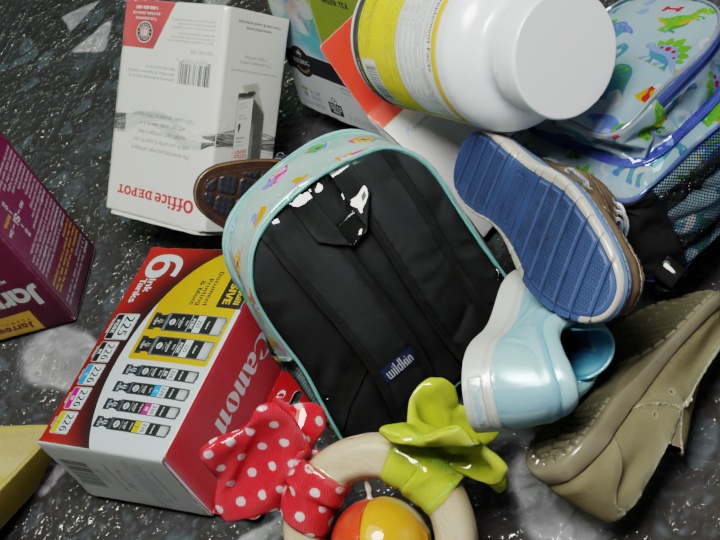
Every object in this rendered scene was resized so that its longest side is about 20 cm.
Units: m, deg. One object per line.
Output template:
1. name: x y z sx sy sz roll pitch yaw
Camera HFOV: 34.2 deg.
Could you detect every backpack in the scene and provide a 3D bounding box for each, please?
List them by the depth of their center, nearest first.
1. backpack: 0.000 0.000 0.844 0.175 0.200 0.153 -36 31 -2
2. backpack: 0.222 -0.113 0.846 0.200 0.147 0.183 -37 31 -11

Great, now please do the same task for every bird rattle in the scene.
1. bird rattle: 0.001 0.154 0.746 0.198 0.113 0.164 -13 86 10

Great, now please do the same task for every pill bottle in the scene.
1. pill bottle: 0.082 -0.156 0.806 0.112 0.112 0.200 -43 29 -12

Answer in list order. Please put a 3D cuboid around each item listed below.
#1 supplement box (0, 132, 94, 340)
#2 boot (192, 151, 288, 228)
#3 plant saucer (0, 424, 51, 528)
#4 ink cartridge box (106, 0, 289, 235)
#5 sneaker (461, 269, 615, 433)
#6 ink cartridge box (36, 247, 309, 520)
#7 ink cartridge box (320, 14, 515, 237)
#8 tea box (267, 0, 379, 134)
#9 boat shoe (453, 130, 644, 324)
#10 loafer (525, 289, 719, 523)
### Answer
1. supplement box: -0.364 -0.036 1.102 0.130 0.200 0.104 -16 44 18
2. boot: -0.066 -0.059 0.980 0.097 0.199 0.075 23 103 53
3. plant saucer: -0.366 0.205 0.953 0.199 0.049 0.200 -6 27 28
4. ink cartridge box: -0.153 -0.142 1.086 0.146 0.083 0.202 15 101 39
5. sneaker: 0.126 0.050 0.751 0.081 0.074 0.200 -4 20 21
6. ink cartridge box: -0.126 0.084 0.930 0.174 0.084 0.201 2 51 31
7. ink cartridge box: 0.085 -0.147 0.934 0.163 0.200 0.057 -45 34 -14
8. tea box: 0.025 -0.236 1.045 0.133 0.198 0.199 -36 39 -24
9. boat shoe: 0.133 -0.034 0.752 0.073 0.072 0.200 -68 30 27
10. loafer: 0.180 0.085 0.755 0.200 0.068 0.076 -40 14 -31
